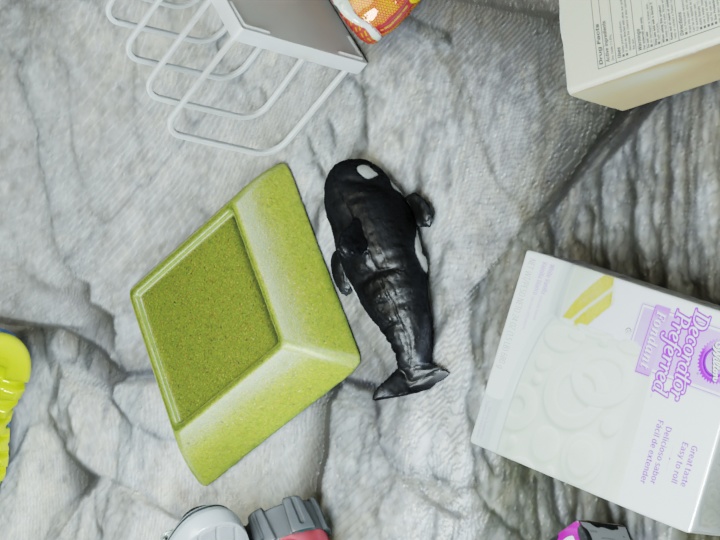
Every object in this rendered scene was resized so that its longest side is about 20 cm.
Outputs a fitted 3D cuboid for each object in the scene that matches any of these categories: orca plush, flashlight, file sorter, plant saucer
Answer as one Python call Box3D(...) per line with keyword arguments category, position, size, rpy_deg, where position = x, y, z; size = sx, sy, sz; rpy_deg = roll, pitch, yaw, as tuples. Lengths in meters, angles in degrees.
Box3D(category="orca plush", position=(0.000, 0.000, 1.635), size=(0.105, 0.071, 0.201), rpy_deg=(-18, 69, 39))
Box3D(category="flashlight", position=(-0.028, 0.271, 1.616), size=(0.068, 0.068, 0.200), rpy_deg=(-52, 54, 48))
Box3D(category="file sorter", position=(-0.117, -0.206, 1.742), size=(0.125, 0.139, 0.200), rpy_deg=(-50, 52, 27))
Box3D(category="plant saucer", position=(-0.111, 0.041, 1.746), size=(0.200, 0.048, 0.200), rpy_deg=(-39, 57, 31))

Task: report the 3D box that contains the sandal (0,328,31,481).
Box3D(category="sandal", position=(-0.346, 0.130, 1.940), size=(0.200, 0.079, 0.087), rpy_deg=(-63, 17, 20))

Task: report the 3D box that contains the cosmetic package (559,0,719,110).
Box3D(category="cosmetic package", position=(0.234, -0.186, 1.455), size=(0.200, 0.071, 0.105), rpy_deg=(-15, 72, 40))

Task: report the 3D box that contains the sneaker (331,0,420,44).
Box3D(category="sneaker", position=(-0.013, -0.261, 1.717), size=(0.077, 0.073, 0.200), rpy_deg=(-39, 59, 4))

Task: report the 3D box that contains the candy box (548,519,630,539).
Box3D(category="candy box", position=(0.151, 0.288, 1.443), size=(0.136, 0.061, 0.200), rpy_deg=(-40, 57, 29))

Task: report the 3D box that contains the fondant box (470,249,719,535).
Box3D(category="fondant box", position=(0.182, 0.080, 1.460), size=(0.200, 0.058, 0.145), rpy_deg=(19, 95, 42))

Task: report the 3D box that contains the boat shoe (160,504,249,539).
Box3D(category="boat shoe", position=(-0.133, 0.230, 1.665), size=(0.200, 0.072, 0.071), rpy_deg=(106, 149, -50))
